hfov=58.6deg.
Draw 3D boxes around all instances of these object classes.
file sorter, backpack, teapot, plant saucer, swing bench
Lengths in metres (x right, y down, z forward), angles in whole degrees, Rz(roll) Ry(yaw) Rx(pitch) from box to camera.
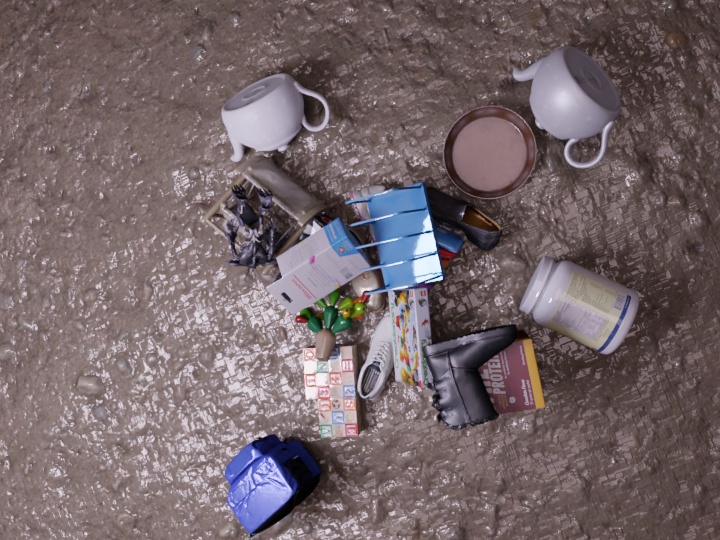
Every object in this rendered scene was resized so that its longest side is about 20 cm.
[{"bbox_3d":[0.065,-0.062,1.290,0.138,0.122,0.202,-11,92,33],"label":"file sorter"},{"bbox_3d":[-0.183,0.446,1.399,0.162,0.200,0.168,-39,74,12],"label":"backpack"},{"bbox_3d":[0.419,-0.337,1.304,0.197,0.201,0.146,28,137,-20],"label":"teapot"},{"bbox_3d":[0.280,-0.254,1.393,0.199,0.034,0.202,0,90,12],"label":"plant saucer"},{"bbox_3d":[-0.208,-0.126,1.437,0.199,0.130,0.200,38,97,10],"label":"swing bench"},{"bbox_3d":[-0.198,-0.335,1.428,0.197,0.199,0.147,-42,123,-21],"label":"teapot"}]

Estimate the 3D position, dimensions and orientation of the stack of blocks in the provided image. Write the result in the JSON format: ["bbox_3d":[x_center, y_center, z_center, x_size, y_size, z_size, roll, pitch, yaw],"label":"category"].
[{"bbox_3d":[-0.062,0.269,1.445,0.114,0.059,0.202,-5,89,11],"label":"stack of blocks"}]

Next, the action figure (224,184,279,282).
[{"bbox_3d":[-0.222,-0.078,1.325,0.118,0.102,0.201,1,126,-12],"label":"action figure"}]

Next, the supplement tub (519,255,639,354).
[{"bbox_3d":[0.442,0.067,1.306,0.199,0.145,0.146,25,95,10],"label":"supplement tub"}]

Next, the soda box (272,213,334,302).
[{"bbox_3d":[-0.118,-0.027,1.426,0.063,0.071,0.201,37,112,9],"label":"soda box"}]

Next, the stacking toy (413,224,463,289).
[{"bbox_3d":[0.137,0.002,1.398,0.109,0.116,0.201,25,108,9],"label":"stacking toy"}]

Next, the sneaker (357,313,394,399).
[{"bbox_3d":[0.048,0.194,1.418,0.073,0.071,0.201,16,92,10],"label":"sneaker"}]

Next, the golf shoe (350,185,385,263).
[{"bbox_3d":[0.051,-0.096,1.419,0.091,0.075,0.201,-24,93,-5],"label":"golf shoe"}]

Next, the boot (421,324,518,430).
[{"bbox_3d":[0.214,0.198,1.182,0.197,0.073,0.164,-18,83,18],"label":"boot"}]

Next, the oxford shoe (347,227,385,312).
[{"bbox_3d":[0.000,0.000,1.425,0.070,0.074,0.201,-22,86,10],"label":"oxford shoe"}]

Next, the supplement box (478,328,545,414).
[{"bbox_3d":[0.259,0.210,1.312,0.196,0.200,0.134,-12,88,11],"label":"supplement box"}]

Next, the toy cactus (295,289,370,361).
[{"bbox_3d":[-0.070,0.112,1.399,0.199,0.102,0.166,-4,64,31],"label":"toy cactus"}]

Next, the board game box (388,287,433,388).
[{"bbox_3d":[0.106,0.138,1.348,0.034,0.126,0.202,-5,89,-22],"label":"board game box"}]

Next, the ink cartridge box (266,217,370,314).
[{"bbox_3d":[-0.094,-0.006,1.340,0.199,0.115,0.068,-32,45,7],"label":"ink cartridge box"}]

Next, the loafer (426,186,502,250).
[{"bbox_3d":[0.219,-0.125,1.376,0.199,0.072,0.073,31,67,5],"label":"loafer"}]
